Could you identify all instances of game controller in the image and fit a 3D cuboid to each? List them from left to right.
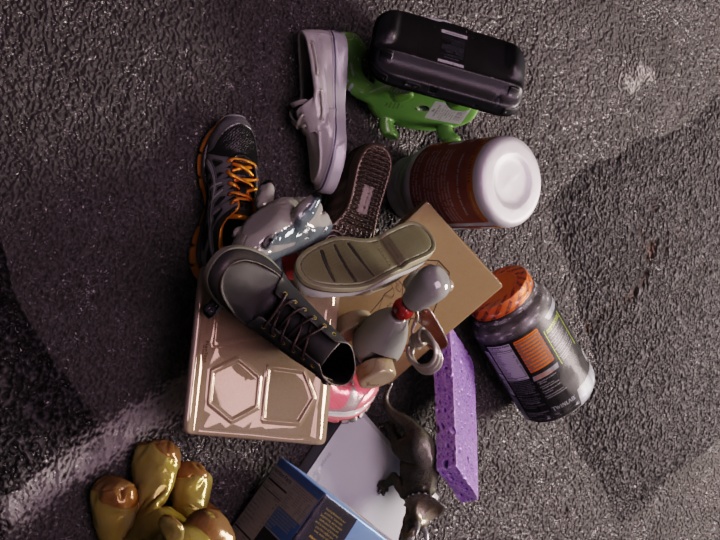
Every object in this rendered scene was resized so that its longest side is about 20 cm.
[{"bbox_3d":[0.108,-0.254,1.527,0.197,0.042,0.106,15,55,-10],"label":"game controller"}]

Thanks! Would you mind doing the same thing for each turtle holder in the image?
[{"bbox_3d":[0.065,-0.249,1.614,0.141,0.183,0.134,53,39,-63],"label":"turtle holder"}]

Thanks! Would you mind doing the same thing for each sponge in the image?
[{"bbox_3d":[0.125,0.187,1.641,0.112,0.029,0.203,55,29,-52],"label":"sponge"}]

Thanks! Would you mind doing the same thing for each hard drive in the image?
[{"bbox_3d":[0.009,0.285,1.628,0.201,0.026,0.132,50,62,-27],"label":"hard drive"}]

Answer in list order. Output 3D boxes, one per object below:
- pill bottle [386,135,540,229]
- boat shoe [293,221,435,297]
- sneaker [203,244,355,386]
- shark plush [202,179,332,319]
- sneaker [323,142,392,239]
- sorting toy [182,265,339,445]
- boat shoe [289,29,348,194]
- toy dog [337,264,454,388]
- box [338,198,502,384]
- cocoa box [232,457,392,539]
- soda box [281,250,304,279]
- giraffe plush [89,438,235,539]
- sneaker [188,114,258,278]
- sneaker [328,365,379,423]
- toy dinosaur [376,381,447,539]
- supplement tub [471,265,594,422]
[{"bbox_3d":[0.125,-0.110,1.604,0.111,0.199,0.114,-1,91,-38],"label":"pill bottle"},{"bbox_3d":[0.000,0.000,1.484,0.198,0.069,0.075,-13,65,-36],"label":"boat shoe"},{"bbox_3d":[-0.079,0.047,1.352,0.075,0.106,0.200,-53,133,-4],"label":"sneaker"},{"bbox_3d":[-0.099,-0.016,1.408,0.201,0.090,0.084,-58,142,-38],"label":"shark plush"},{"bbox_3d":[-0.018,-0.063,1.573,0.070,0.075,0.202,28,81,-20],"label":"sneaker"},{"bbox_3d":[-0.114,0.100,1.444,0.198,0.036,0.188,10,82,-35],"label":"sorting toy"},{"bbox_3d":[-0.055,-0.197,1.549,0.065,0.072,0.204,2,94,-23],"label":"boat shoe"},{"bbox_3d":[0.058,0.067,1.521,0.095,0.199,0.134,-1,79,-40],"label":"toy dog"},{"bbox_3d":[0.058,0.030,1.599,0.200,0.021,0.163,-41,118,9],"label":"box"},{"bbox_3d":[-0.042,0.346,1.507,0.200,0.133,0.132,42,81,-29],"label":"cocoa box"},{"bbox_3d":[-0.122,0.023,1.501,0.067,0.064,0.202,34,70,-33],"label":"soda box"},{"bbox_3d":[-0.208,0.300,1.374,0.173,0.161,0.201,46,64,-29],"label":"giraffe plush"},{"bbox_3d":[-0.147,-0.083,1.472,0.077,0.077,0.204,7,84,-35],"label":"sneaker"},{"bbox_3d":[-0.051,0.139,1.531,0.198,0.074,0.088,-11,126,-37],"label":"sneaker"},{"bbox_3d":[0.069,0.243,1.593,0.076,0.102,0.204,0,91,-38],"label":"toy dinosaur"},{"bbox_3d":[0.233,0.100,1.738,0.123,0.122,0.201,-45,116,-28],"label":"supplement tub"}]
